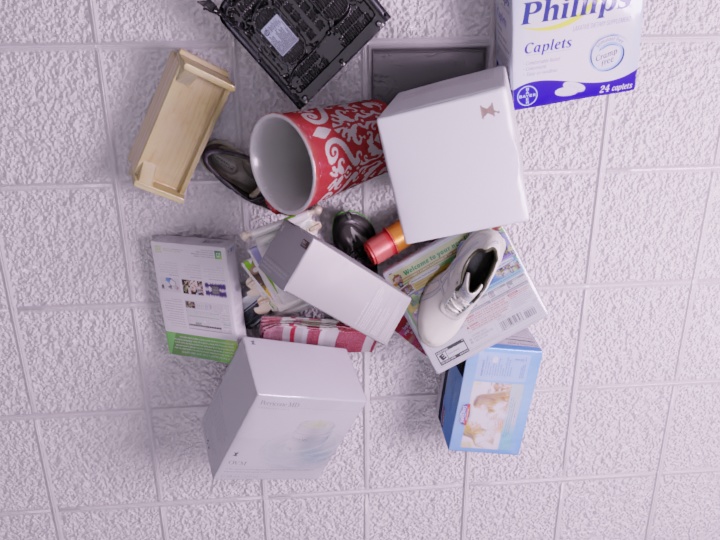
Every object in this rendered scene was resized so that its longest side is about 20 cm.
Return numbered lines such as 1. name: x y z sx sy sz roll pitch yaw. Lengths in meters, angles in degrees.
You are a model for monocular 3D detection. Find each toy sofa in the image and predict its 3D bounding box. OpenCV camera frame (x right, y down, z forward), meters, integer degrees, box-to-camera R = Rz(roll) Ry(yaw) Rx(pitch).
1. toy sofa: -0.266 -0.213 1.017 0.081 0.098 0.203 18 109 -33

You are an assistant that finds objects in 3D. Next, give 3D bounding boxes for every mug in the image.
1. mug: -0.054 -0.170 0.992 0.198 0.175 0.137 -26 103 -41

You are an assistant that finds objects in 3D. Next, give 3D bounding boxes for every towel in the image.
1. towel: -0.068 0.111 1.137 0.194 0.145 0.023 3 68 -6

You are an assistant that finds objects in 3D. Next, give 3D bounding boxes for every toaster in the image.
1. toaster: -0.085 -0.356 0.949 0.180 0.119 0.200 -42 109 11

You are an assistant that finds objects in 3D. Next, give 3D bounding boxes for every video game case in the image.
1. video game case: 0.160 0.034 1.056 0.197 0.022 0.185 -29 98 12

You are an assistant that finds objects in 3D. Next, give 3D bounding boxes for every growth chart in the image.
1. growth chart: -0.109 -0.001 1.044 0.141 0.018 0.203 -15 135 -4

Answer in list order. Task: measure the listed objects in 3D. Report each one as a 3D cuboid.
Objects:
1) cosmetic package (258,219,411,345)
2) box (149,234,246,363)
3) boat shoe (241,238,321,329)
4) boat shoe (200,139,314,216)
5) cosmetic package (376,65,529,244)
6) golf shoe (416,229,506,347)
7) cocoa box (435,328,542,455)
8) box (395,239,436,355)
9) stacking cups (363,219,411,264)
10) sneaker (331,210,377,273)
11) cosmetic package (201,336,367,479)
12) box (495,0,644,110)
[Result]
1. cosmetic package: -0.035 0.018 0.982 0.198 0.106 0.092 28 93 -32
2. box: -0.256 0.047 1.109 0.141 0.036 0.205 6 112 21
3. boat shoe: -0.124 0.026 1.121 0.198 0.072 0.068 -37 109 13
4. boat shoe: -0.154 -0.132 1.059 0.197 0.065 0.073 29 105 -16
5. cosmetic package: 0.130 -0.160 0.926 0.162 0.201 0.171 -10 110 15
6. golf shoe: 0.140 0.030 0.997 0.077 0.097 0.203 27 106 -1
7. cocoa box: 0.214 0.191 1.183 0.130 0.132 0.205 5 111 -7
8. box: 0.132 0.022 1.126 0.095 0.100 0.201 37 104 -16
9. stacking cups: 0.094 -0.080 1.082 0.197 0.060 0.062 -29 112 -8
10. sneaker: 0.000 0.000 1.115 0.075 0.084 0.205 -12 112 -1
11. cosmetic package: -0.127 0.229 1.122 0.195 0.124 0.202 10 123 -32
12. box: 0.286 -0.350 0.962 0.179 0.106 0.204 -9 126 3
